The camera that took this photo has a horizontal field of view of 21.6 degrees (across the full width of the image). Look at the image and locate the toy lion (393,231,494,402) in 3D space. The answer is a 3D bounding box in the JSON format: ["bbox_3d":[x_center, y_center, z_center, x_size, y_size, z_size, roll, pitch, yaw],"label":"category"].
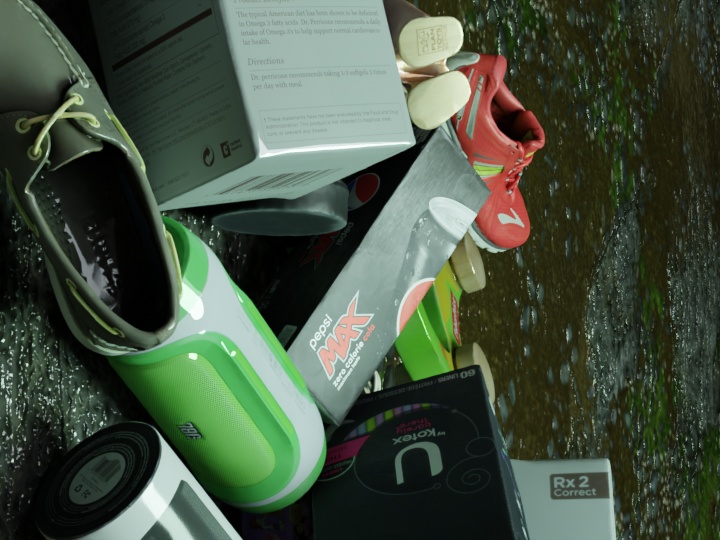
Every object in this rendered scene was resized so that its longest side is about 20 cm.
[{"bbox_3d":[0.032,-0.019,1.353,0.201,0.068,0.192,-91,158,-49],"label":"toy lion"}]

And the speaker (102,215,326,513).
[{"bbox_3d":[-0.088,0.058,1.073,0.200,0.088,0.089,59,36,-47],"label":"speaker"}]

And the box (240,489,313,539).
[{"bbox_3d":[-0.030,0.198,1.246,0.137,0.039,0.202,-6,93,-66],"label":"box"}]

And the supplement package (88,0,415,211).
[{"bbox_3d":[-0.068,-0.145,1.019,0.116,0.117,0.202,-7,82,-41],"label":"supplement package"}]

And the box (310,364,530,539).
[{"bbox_3d":[0.040,0.165,1.139,0.201,0.121,0.107,-98,171,-59],"label":"box"}]

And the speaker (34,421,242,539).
[{"bbox_3d":[-0.090,0.177,1.021,0.201,0.081,0.082,57,36,-32],"label":"speaker"}]

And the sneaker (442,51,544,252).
[{"bbox_3d":[0.114,-0.093,1.556,0.077,0.084,0.201,-69,147,-42],"label":"sneaker"}]

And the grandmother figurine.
[{"bbox_3d":[0.010,-0.161,1.242,0.200,0.060,0.122,-138,-136,-62],"label":"grandmother figurine"}]

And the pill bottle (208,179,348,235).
[{"bbox_3d":[-0.048,-0.127,1.155,0.112,0.111,0.202,20,69,-65],"label":"pill bottle"}]

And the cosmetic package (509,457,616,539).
[{"bbox_3d":[0.098,0.254,1.299,0.201,0.163,0.166,79,9,-48],"label":"cosmetic package"}]

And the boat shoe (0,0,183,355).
[{"bbox_3d":[-0.144,-0.053,0.929,0.072,0.060,0.203,-28,100,-24],"label":"boat shoe"}]

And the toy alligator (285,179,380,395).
[{"bbox_3d":[-0.023,-0.001,1.277,0.054,0.059,0.202,-11,100,-25],"label":"toy alligator"}]

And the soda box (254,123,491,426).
[{"bbox_3d":[0.000,0.000,1.208,0.071,0.063,0.201,50,61,-31],"label":"soda box"}]
